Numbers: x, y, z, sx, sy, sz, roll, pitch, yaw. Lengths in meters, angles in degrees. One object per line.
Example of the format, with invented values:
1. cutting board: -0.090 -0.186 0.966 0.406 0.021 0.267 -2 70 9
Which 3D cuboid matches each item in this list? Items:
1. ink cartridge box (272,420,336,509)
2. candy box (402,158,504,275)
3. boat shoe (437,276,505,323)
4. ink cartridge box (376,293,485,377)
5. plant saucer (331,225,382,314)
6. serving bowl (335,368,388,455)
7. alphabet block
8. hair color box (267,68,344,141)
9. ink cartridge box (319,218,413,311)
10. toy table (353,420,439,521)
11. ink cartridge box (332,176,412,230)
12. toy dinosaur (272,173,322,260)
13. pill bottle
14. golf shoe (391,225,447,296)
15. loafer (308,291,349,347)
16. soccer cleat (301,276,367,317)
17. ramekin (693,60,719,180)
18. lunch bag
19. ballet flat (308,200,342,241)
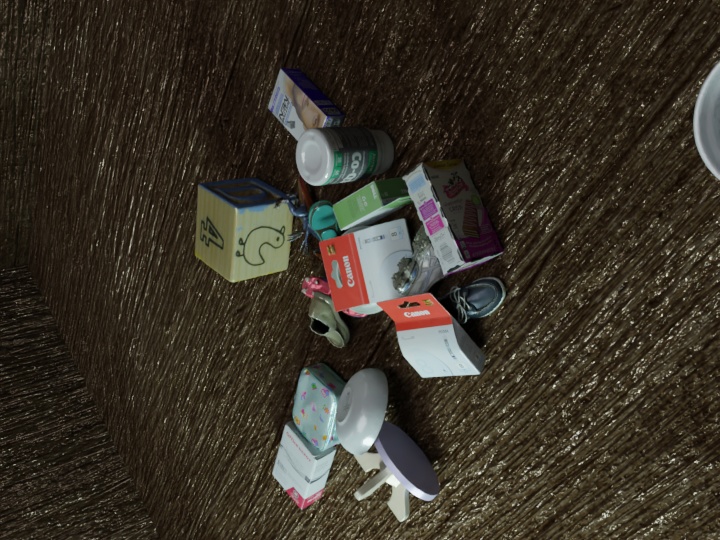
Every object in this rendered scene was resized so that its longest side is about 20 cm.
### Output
1. ink cartridge box: -0.157 0.528 1.747 0.145 0.083 0.203 39 126 33
2. candy box: 0.176 -0.105 1.185 0.061 0.135 0.203 -32 78 44
3. boat shoe: 0.200 0.068 1.259 0.199 0.061 0.076 -24 81 47
4. ink cartridge box: 0.135 0.136 1.272 0.159 0.048 0.200 -13 128 48
5. plant saucer: 0.000 0.000 1.428 0.197 0.050 0.205 3 96 33
6. serving bowl: -0.009 0.319 1.469 0.201 0.065 0.202 -55 22 36
7. alphabet block: -0.307 -0.113 1.659 0.195 0.193 0.204 31 122 40
8. hair color box: -0.132 -0.377 1.496 0.200 0.064 0.110 48 130 25
9. ink cartridge box: 0.020 -0.010 1.356 0.196 0.047 0.163 -14 92 3
10. toy table: 0.074 0.457 1.428 0.118 0.182 0.201 -52 51 23
11. ink cartridge box: 0.042 -0.151 1.338 0.199 0.103 0.060 -24 84 47
12. toy dinosaur: -0.125 -0.121 1.544 0.180 0.105 0.202 34 110 8
13. pill bottle: -0.028 -0.243 1.319 0.112 0.198 0.115 15 112 43
14. golf shoe: 0.148 -0.030 1.293 0.202 0.096 0.079 -58 21 16
15. loafer: -0.083 0.129 1.515 0.075 0.069 0.201 22 151 33
16. soccer cleat: -0.052 0.061 1.536 0.197 0.076 0.068 17 93 25
17. ramekin: 0.541 -0.198 0.797 0.198 0.097 0.205 16 112 43
18. lunch bag: -0.098 0.359 1.645 0.159 0.076 0.203 33 123 35
19. ballet flat: -0.085 -0.118 1.455 0.201 0.066 0.071 72 178 -61
